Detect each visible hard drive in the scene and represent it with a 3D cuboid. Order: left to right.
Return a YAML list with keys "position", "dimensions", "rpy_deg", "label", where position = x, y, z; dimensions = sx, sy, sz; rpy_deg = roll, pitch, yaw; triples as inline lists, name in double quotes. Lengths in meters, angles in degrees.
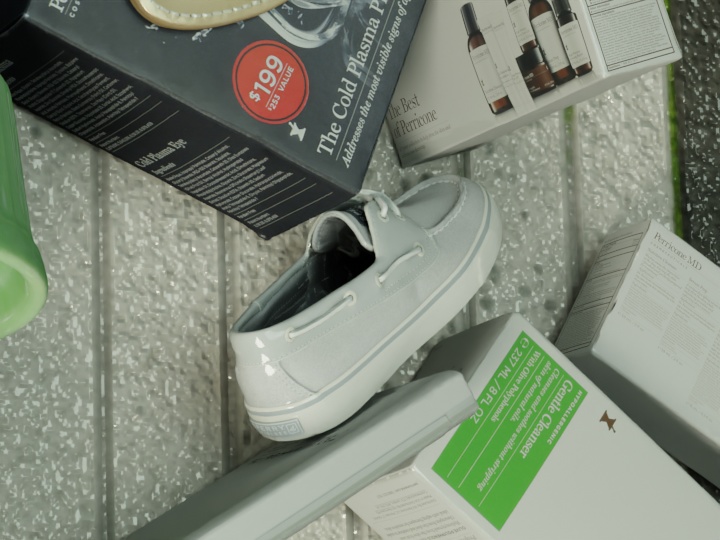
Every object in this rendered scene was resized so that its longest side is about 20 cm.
- position: [-0.054, 0.110, 1.312]
  dimensions: [0.199, 0.132, 0.026]
  rpy_deg: [-32, 95, -29]
  label: "hard drive"

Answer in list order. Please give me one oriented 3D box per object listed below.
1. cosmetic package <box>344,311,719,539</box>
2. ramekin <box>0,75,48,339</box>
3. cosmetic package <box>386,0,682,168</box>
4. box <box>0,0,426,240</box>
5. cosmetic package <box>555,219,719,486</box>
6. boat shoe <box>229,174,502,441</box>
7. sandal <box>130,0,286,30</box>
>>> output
- position: [0.101, 0.129, 1.418]
  dimensions: [0.200, 0.085, 0.108]
  rpy_deg: [41, 61, -13]
  label: "cosmetic package"
- position: [-0.233, -0.030, 1.216]
  dimensions: [0.199, 0.200, 0.098]
  rpy_deg: [4, 70, -27]
  label: "ramekin"
- position: [0.070, -0.112, 1.386]
  dimensions: [0.050, 0.200, 0.083]
  rpy_deg: [-15, 86, -28]
  label: "cosmetic package"
- position: [-0.067, -0.149, 1.377]
  dimensions: [0.181, 0.104, 0.201]
  rpy_deg: [26, 68, -19]
  label: "box"
- position: [0.197, 0.065, 1.492]
  dimensions: [0.200, 0.051, 0.083]
  rpy_deg: [36, 67, -17]
  label: "cosmetic package"
- position: [0.000, 0.000, 1.377]
  dimensions: [0.200, 0.072, 0.069]
  rpy_deg: [-43, 123, -38]
  label: "boat shoe"
- position: [-0.009, -0.176, 1.313]
  dimensions: [0.211, 0.070, 0.078]
  rpy_deg: [-25, 91, -30]
  label: "sandal"
